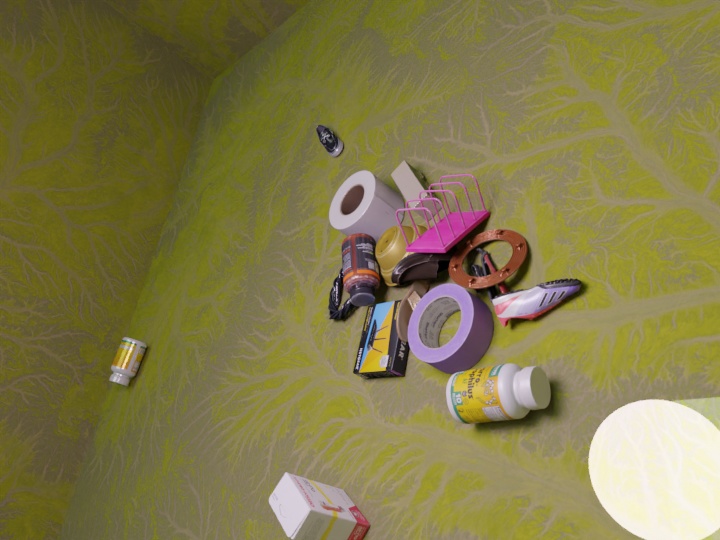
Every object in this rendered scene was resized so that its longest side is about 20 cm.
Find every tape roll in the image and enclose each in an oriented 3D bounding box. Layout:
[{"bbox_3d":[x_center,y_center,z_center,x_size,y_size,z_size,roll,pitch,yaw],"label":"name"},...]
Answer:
[{"bbox_3d":[0.215,0.139,1.468,0.199,0.085,0.202,-28,47,35],"label":"tape roll"},{"bbox_3d":[0.019,-0.187,1.882,0.202,0.139,0.204,-28,46,34],"label":"tape roll"}]

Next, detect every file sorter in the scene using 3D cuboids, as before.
[{"bbox_3d":[0.207,-0.150,1.567,0.200,0.126,0.138,-37,25,-32],"label":"file sorter"}]

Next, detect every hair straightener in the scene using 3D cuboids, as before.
[{"bbox_3d":[0.299,0.015,1.489,0.077,0.041,0.201,-42,40,23],"label":"hair straightener"}]

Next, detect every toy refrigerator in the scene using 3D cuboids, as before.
[{"bbox_3d":[0.166,-0.240,1.798,0.070,0.076,0.201,-46,38,18],"label":"toy refrigerator"}]

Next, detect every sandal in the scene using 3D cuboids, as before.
[{"bbox_3d":[0.156,0.083,1.585,0.069,0.077,0.213,-9,53,47],"label":"sandal"}]

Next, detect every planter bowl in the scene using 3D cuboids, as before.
[{"bbox_3d":[0.100,-0.064,1.709,0.200,0.083,0.201,-45,25,28],"label":"planter bowl"}]

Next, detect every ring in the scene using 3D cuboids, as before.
[{"bbox_3d":[0.305,-0.034,1.477,0.199,0.019,0.201,-23,35,17],"label":"ring"}]

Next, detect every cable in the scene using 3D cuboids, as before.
[{"bbox_3d":[-0.045,0.061,1.861,0.201,0.051,0.163,-55,36,7],"label":"cable"}]

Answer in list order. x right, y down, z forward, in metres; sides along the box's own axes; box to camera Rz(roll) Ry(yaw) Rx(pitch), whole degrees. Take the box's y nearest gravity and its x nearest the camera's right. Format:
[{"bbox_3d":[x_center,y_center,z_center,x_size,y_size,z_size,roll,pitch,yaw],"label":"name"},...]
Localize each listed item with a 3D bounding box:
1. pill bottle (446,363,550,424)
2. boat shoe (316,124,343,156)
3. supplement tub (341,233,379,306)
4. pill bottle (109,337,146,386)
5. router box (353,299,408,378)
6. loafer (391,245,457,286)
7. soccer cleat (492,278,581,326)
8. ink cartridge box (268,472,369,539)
[{"bbox_3d":[0.288,0.256,1.273,0.199,0.112,0.114,-19,52,42],"label":"pill bottle"},{"bbox_3d":[-0.125,-0.505,2.337,0.072,0.068,0.201,-46,38,18],"label":"boat shoe"},{"bbox_3d":[0.000,0.000,1.745,0.107,0.107,0.202,-30,48,34],"label":"supplement tub"},{"bbox_3d":[-1.060,0.416,2.762,0.112,0.112,0.202,-5,63,48],"label":"pill bottle"},{"bbox_3d":[0.065,0.185,1.639,0.148,0.051,0.202,-14,54,44],"label":"router box"},{"bbox_3d":[0.173,-0.010,1.576,0.198,0.073,0.072,-26,54,-7],"label":"loafer"},{"bbox_3d":[0.391,0.068,1.336,0.198,0.068,0.074,-18,85,30],"label":"soccer cleat"},{"bbox_3d":[-0.098,0.573,1.439,0.084,0.199,0.145,-58,36,1],"label":"ink cartridge box"}]
